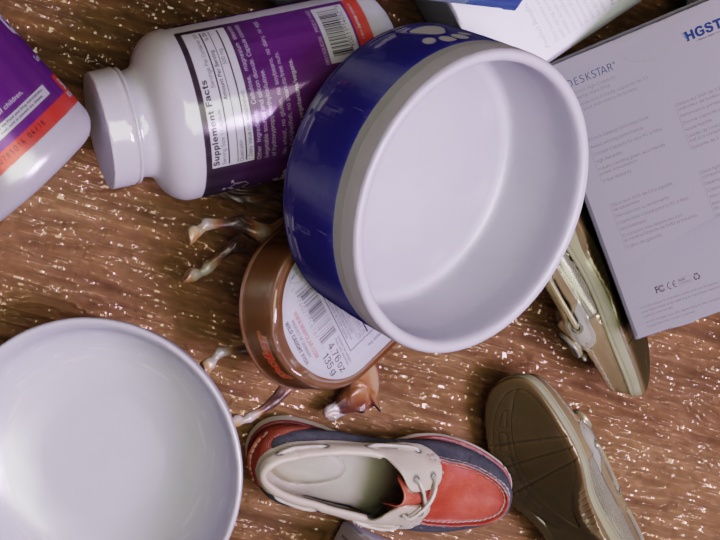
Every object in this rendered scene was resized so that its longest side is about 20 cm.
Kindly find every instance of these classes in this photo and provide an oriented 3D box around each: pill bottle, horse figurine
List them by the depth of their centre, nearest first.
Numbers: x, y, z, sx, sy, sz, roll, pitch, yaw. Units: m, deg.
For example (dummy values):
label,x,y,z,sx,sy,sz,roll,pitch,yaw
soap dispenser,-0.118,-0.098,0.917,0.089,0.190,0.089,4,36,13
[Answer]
label,x,y,z,sx,sy,sz,roll,pitch,yaw
pill bottle,-0.268,-0.126,1.232,0.112,0.112,0.200,-43,102,-8
pill bottle,-0.075,-0.112,1.311,0.199,0.112,0.113,-14,102,-15
horse figurine,-0.054,0.017,1.365,0.132,0.050,0.201,-16,96,-28

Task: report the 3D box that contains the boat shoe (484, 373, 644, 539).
label,x,y,z,sx,sy,sz,roll,pitch,yaw
boat shoe,0.155,0.156,1.454,0.201,0.073,0.063,59,36,-12

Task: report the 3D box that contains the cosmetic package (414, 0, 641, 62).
label,x,y,z,sx,sy,sz,roll,pitch,yaw
cosmetic package,0.139,-0.217,1.387,0.199,0.071,0.102,-33,106,-11

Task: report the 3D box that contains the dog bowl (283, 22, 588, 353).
label,x,y,z,sx,sy,sz,roll,pitch,yaw
dog bowl,0.050,-0.054,1.279,0.199,0.079,0.201,-19,121,-34

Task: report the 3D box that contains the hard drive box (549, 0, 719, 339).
label,x,y,z,sx,sy,sz,roll,pitch,yaw
hard drive box,0.232,-0.074,1.363,0.155,0.077,0.201,-20,90,30

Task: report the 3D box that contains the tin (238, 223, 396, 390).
label,x,y,z,sx,sy,sz,roll,pitch,yaw
tin,0.000,0.000,1.350,0.200,0.042,0.112,-43,123,-33

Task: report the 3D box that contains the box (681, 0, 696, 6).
label,x,y,z,sx,sy,sz,roll,pitch,yaw
box,0.331,-0.148,1.384,0.086,0.199,0.165,-19,103,-37

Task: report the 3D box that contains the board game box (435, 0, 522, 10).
label,x,y,z,sx,sy,sz,roll,pitch,yaw
board game box,0.015,-0.280,1.306,0.198,0.043,0.201,5,79,-7

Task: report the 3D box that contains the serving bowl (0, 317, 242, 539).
label,x,y,z,sx,sy,sz,roll,pitch,yaw
serving bowl,-0.173,0.127,1.323,0.199,0.066,0.202,0,95,3

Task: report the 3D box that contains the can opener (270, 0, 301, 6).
label,x,y,z,sx,sy,sz,roll,pitch,yaw
can opener,0.020,-0.244,1.342,0.200,0.067,0.053,-41,143,-11

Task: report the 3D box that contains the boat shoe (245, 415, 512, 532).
label,x,y,z,sx,sy,sz,roll,pitch,yaw
boat shoe,0.017,0.148,1.394,0.199,0.063,0.072,14,101,-15

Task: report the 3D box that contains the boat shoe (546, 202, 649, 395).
label,x,y,z,sx,sy,sz,roll,pitch,yaw
boat shoe,0.147,0.002,1.419,0.063,0.073,0.201,-20,111,22

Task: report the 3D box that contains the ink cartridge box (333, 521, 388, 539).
label,x,y,z,sx,sy,sz,roll,pitch,yaw
ink cartridge box,0.014,0.302,1.411,0.145,0.084,0.201,26,89,-20
